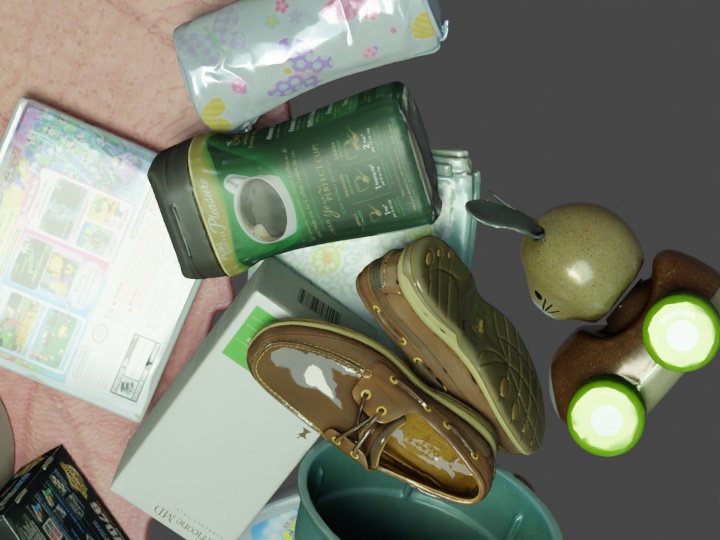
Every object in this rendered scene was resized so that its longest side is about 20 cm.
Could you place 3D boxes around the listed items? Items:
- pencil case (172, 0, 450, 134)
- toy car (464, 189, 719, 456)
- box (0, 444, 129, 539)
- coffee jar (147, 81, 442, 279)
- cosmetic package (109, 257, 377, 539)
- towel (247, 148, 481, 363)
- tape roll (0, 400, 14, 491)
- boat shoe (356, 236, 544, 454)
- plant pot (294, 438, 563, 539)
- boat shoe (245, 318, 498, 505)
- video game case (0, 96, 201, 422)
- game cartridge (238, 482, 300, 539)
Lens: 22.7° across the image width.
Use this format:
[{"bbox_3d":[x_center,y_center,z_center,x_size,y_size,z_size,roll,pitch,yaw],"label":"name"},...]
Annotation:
[{"bbox_3d":[-0.038,-0.171,1.316,0.200,0.083,0.091,-22,84,9],"label":"pencil case"},{"bbox_3d":[0.156,0.015,1.311,0.200,0.164,0.158,41,103,5],"label":"toy car"},{"bbox_3d":[-0.214,0.249,1.390,0.046,0.159,0.200,-32,99,13],"label":"box"},{"bbox_3d":[-0.048,-0.062,1.296,0.200,0.085,0.104,-14,110,10],"label":"coffee jar"},{"bbox_3d":[-0.087,0.103,1.343,0.108,0.085,0.200,33,108,-8],"label":"cosmetic package"},{"bbox_3d":[0.000,0.000,1.374,0.171,0.048,0.200,6,103,7],"label":"towel"},{"bbox_3d":[-0.384,0.158,1.394,0.202,0.139,0.203,1,104,4],"label":"tape roll"},{"bbox_3d":[0.069,0.059,1.317,0.068,0.072,0.200,-16,124,33],"label":"boat shoe"},{"bbox_3d":[0.024,0.253,1.325,0.200,0.200,0.196,19,116,0],"label":"plant pot"},{"bbox_3d":[0.011,0.100,1.255,0.200,0.068,0.072,30,110,-11],"label":"boat shoe"},{"bbox_3d":[-0.214,-0.008,1.381,0.182,0.024,0.200,23,96,-5],"label":"video game case"},{"bbox_3d":[-0.027,0.233,1.434,0.200,0.040,0.133,-18,97,9],"label":"game cartridge"}]
